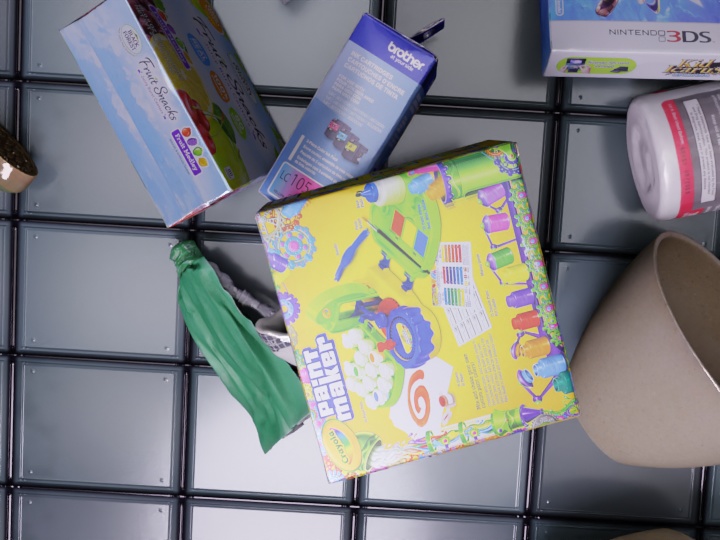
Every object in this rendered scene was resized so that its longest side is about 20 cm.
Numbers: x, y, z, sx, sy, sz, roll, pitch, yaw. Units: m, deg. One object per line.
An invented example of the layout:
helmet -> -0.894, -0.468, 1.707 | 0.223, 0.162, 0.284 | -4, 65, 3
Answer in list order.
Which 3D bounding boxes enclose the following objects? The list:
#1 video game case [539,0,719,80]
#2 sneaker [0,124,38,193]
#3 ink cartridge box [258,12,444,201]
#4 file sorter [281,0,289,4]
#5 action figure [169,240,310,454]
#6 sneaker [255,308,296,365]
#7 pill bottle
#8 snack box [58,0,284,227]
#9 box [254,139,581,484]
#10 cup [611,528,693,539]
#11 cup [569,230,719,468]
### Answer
video game case -> 0.241, -0.260, 0.936 | 0.179, 0.046, 0.203 | 1, 71, -1
sneaker -> -0.387, -0.121, 0.988 | 0.200, 0.067, 0.090 | 42, 103, -4
ink cartridge box -> 0.002, -0.133, 0.943 | 0.076, 0.136, 0.202 | 30, 96, 1
file sorter -> -0.041, -0.346, 0.922 | 0.125, 0.139, 0.200 | 45, 95, -2
action figure -> -0.111, 0.057, 0.997 | 0.201, 0.054, 0.118 | 56, 138, 8
sneaker -> 0.000, 0.000, 0.920 | 0.080, 0.076, 0.201 | 36, 96, -33
pill bottle -> 0.339, -0.115, 0.958 | 0.197, 0.111, 0.112 | -12, 96, 2
snack box -> -0.141, -0.138, 0.910 | 0.067, 0.200, 0.170 | -27, 97, 13
box -> 0.040, 0.024, 0.832 | 0.190, 0.122, 0.203 | -15, 97, 0
cup -> 0.252, 0.313, 0.975 | 0.143, 0.200, 0.201 | -38, 95, -23
cup -> 0.262, 0.089, 0.957 | 0.143, 0.200, 0.201 | -39, 96, 31
